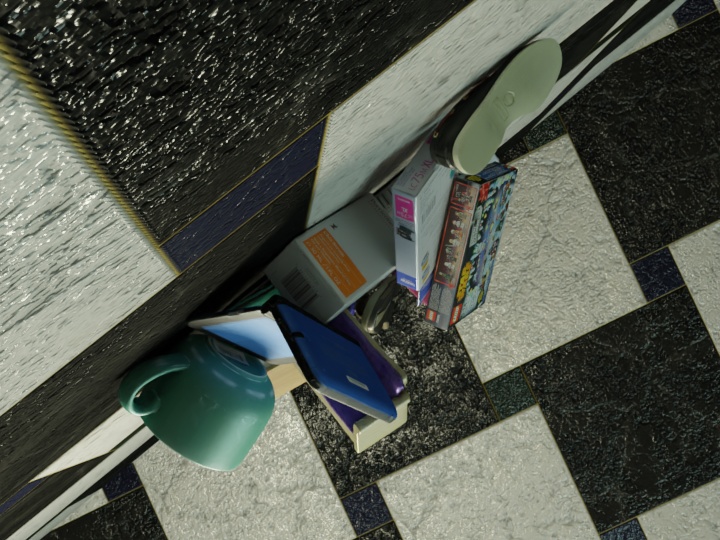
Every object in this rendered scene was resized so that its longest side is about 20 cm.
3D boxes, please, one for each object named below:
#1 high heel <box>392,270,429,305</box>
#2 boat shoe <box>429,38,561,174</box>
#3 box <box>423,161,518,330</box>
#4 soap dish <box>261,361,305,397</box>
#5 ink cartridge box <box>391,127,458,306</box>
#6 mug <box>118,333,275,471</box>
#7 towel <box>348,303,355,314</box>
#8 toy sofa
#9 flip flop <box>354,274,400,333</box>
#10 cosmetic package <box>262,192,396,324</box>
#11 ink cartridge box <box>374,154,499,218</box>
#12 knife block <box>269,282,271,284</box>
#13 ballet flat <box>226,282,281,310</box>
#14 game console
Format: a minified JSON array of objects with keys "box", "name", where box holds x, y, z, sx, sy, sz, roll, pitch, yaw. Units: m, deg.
[{"box":[0.035,0.001,1.426,0.197,0.098,0.067,6,173,25],"name":"high heel"},{"box":[0.156,-0.195,1.079,0.202,0.074,0.063,-49,-143,-14],"name":"boat shoe"},{"box":[0.147,-0.035,1.250,0.136,0.039,0.203,-26,132,-56],"name":"box"},{"box":[-0.154,0.151,1.548,0.198,0.082,0.156,-26,-160,-34],"name":"soap dish"},{"box":[0.083,-0.063,1.182,0.120,0.041,0.202,-54,151,-34],"name":"ink cartridge box"},{"box":[-0.182,0.149,1.127,0.115,0.151,0.185,-55,171,8],"name":"mug"},{"box":[-0.028,0.024,1.583,0.200,0.049,0.150,136,-35,-78],"name":"towel"},{"box":[-0.026,0.120,1.197,0.082,0.200,0.098,-28,145,-22],"name":"toy sofa"},{"box":[0.018,0.044,1.311,0.200,0.057,0.082,-28,134,-79],"name":"flip flop"},{"box":[-0.022,-0.014,1.183,0.071,0.102,0.200,-41,178,35],"name":"cosmetic package"},{"box":[0.114,-0.123,1.405,0.199,0.041,0.200,-40,161,9],"name":"ink cartridge box"},{"box":[-0.097,0.035,1.365,0.199,0.064,0.176,-40,179,12],"name":"knife block"},{"box":[-0.098,0.035,1.267,0.199,0.071,0.067,-38,-176,-20],"name":"ballet flat"},{"box":[-0.074,0.113,1.064,0.118,0.172,0.200,-39,148,11],"name":"game console"}]
